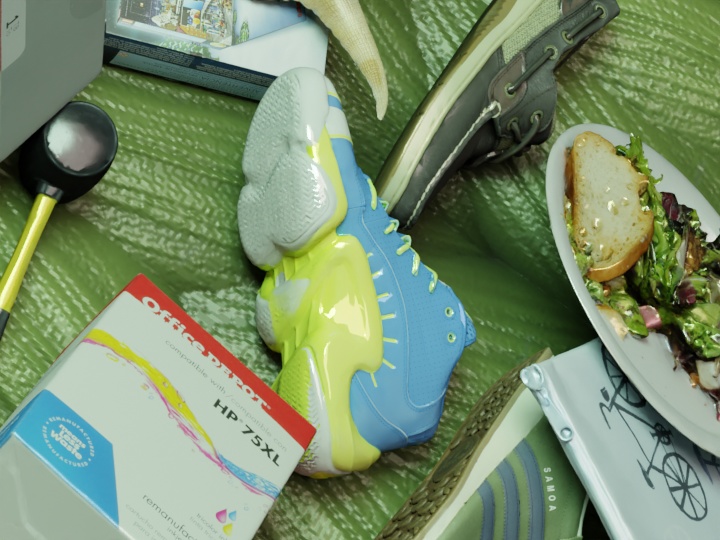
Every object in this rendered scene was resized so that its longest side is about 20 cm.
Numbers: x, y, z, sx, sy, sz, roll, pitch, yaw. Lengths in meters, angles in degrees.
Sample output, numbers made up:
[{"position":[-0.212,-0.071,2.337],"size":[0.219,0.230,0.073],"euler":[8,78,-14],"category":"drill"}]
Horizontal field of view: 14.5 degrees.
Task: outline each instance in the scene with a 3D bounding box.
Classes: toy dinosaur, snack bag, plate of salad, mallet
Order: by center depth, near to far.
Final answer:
[{"position":[-0.172,0.014,1.350],"size":[0.041,0.066,0.201],"euler":[25,80,-12],"category":"mallet"},{"position":[0.164,0.114,1.406],"size":[0.200,0.021,0.189],"euler":[-20,82,-59],"category":"snack bag"},{"position":[-0.024,-0.167,1.423],"size":[0.101,0.058,0.200],"euler":[-37,82,-14],"category":"toy dinosaur"},{"position":[0.168,0.006,1.439],"size":[0.200,0.048,0.201],"euler":[36,35,-30],"category":"plate of salad"}]

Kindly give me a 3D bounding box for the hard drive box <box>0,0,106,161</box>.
[{"position":[-0.211,-0.170,1.287],"size":[0.200,0.156,0.077],"euler":[37,62,15],"category":"hard drive box"}]

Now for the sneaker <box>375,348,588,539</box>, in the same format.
[{"position":[0.068,0.132,1.371],"size":[0.090,0.067,0.200],"euler":[46,53,-8],"category":"sneaker"}]

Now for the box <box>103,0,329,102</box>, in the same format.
[{"position":[-0.078,-0.194,1.451],"size":[0.136,0.038,0.201],"euler":[13,68,-18],"category":"box"}]

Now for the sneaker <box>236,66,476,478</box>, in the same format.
[{"position":[0.000,0.000,1.397],"size":[0.105,0.076,0.201],"euler":[-2,92,-31],"category":"sneaker"}]

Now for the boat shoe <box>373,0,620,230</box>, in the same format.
[{"position":[0.074,-0.092,1.462],"size":[0.066,0.072,0.201],"euler":[36,59,-2],"category":"boat shoe"}]

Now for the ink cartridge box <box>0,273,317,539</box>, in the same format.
[{"position":[-0.097,0.082,1.285],"size":[0.116,0.067,0.200],"euler":[42,30,-6],"category":"ink cartridge box"}]
